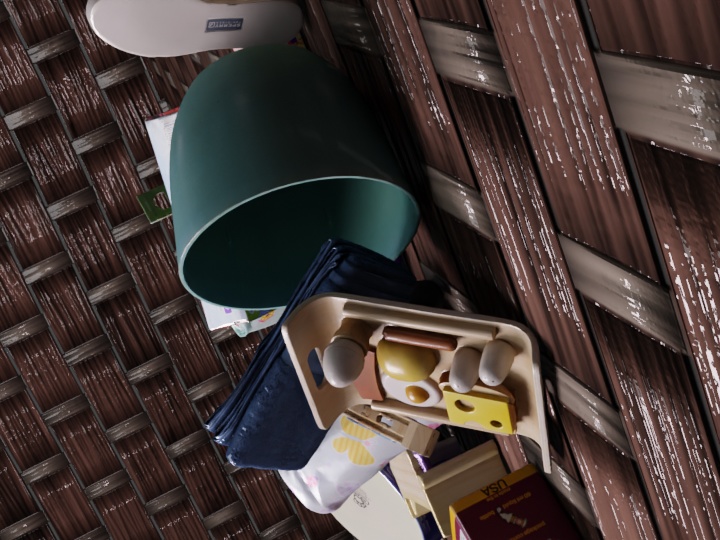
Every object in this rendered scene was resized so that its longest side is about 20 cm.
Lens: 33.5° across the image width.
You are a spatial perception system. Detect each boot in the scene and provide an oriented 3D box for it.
[{"bbox_3d":[-0.153,-0.241,1.048,0.091,0.199,0.073,60,138,34],"label":"boot"}]

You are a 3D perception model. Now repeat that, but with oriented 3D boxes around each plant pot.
[{"bbox_3d":[-0.068,-0.086,0.989,0.201,0.199,0.162,83,171,-63],"label":"plant pot"}]

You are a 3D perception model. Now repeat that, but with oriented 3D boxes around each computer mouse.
[{"bbox_3d":[0.012,0.048,1.104,0.034,0.059,0.200,36,148,-16],"label":"computer mouse"}]

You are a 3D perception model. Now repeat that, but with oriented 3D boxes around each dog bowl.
[{"bbox_3d":[0.024,0.242,1.403,0.200,0.079,0.201,34,147,26],"label":"dog bowl"}]

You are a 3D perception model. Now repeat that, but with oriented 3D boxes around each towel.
[{"bbox_3d":[-0.038,0.072,0.990,0.048,0.201,0.111,38,-169,38],"label":"towel"}]

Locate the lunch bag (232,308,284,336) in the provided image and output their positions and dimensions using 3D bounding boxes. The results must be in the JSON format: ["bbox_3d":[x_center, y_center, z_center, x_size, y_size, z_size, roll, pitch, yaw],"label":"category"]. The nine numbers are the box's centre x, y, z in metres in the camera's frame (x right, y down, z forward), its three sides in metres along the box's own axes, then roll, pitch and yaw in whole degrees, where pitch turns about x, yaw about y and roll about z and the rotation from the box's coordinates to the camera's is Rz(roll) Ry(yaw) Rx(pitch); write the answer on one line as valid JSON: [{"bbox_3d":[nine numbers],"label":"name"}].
[{"bbox_3d":[-0.097,-0.011,1.393,0.122,0.170,0.200,56,170,2],"label":"lunch bag"}]

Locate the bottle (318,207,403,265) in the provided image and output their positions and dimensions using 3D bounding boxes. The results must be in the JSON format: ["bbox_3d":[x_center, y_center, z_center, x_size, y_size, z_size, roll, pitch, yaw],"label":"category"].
[{"bbox_3d":[0.000,0.000,1.157,0.083,0.066,0.201,9,141,23],"label":"bottle"}]

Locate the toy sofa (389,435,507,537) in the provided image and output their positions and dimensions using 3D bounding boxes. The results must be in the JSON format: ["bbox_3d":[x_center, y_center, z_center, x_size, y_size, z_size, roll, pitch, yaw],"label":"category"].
[{"bbox_3d":[0.084,0.200,1.211,0.200,0.082,0.098,134,114,-81],"label":"toy sofa"}]

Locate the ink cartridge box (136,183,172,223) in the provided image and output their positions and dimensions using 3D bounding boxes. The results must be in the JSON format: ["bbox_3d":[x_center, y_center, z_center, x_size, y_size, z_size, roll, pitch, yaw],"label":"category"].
[{"bbox_3d":[-0.166,-0.134,1.354,0.104,0.199,0.060,46,160,60],"label":"ink cartridge box"}]

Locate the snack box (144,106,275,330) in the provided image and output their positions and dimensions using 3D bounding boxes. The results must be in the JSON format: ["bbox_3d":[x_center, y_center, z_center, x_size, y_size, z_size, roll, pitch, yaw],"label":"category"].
[{"bbox_3d":[-0.114,-0.061,1.125,0.142,0.053,0.202,-25,-79,-58],"label":"snack box"}]

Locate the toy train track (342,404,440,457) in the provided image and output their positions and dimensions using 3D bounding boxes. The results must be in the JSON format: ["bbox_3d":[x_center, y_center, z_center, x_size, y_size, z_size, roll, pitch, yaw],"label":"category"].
[{"bbox_3d":[-0.012,0.115,1.047,0.032,0.115,0.199,25,177,-44],"label":"toy train track"}]

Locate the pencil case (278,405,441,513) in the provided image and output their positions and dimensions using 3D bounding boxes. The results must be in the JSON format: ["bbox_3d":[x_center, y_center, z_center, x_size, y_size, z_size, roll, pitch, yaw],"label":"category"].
[{"bbox_3d":[0.013,0.140,1.104,0.083,0.200,0.091,50,-155,4],"label":"pencil case"}]

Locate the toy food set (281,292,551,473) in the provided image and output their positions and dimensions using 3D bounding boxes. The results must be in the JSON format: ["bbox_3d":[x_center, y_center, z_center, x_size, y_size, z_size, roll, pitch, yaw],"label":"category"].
[{"bbox_3d":[0.047,0.094,0.913,0.199,0.061,0.144,9,142,22],"label":"toy food set"}]

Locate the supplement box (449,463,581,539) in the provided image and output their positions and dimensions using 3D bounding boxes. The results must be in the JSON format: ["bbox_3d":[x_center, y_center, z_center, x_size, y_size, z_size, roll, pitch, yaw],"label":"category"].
[{"bbox_3d":[0.158,0.280,0.996,0.201,0.085,0.111,59,169,34],"label":"supplement box"}]

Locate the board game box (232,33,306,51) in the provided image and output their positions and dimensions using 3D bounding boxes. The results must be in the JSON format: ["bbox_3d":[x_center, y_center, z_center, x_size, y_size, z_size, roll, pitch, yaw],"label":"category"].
[{"bbox_3d":[-0.063,-0.154,1.206,0.201,0.046,0.151,67,170,-14],"label":"board game box"}]
